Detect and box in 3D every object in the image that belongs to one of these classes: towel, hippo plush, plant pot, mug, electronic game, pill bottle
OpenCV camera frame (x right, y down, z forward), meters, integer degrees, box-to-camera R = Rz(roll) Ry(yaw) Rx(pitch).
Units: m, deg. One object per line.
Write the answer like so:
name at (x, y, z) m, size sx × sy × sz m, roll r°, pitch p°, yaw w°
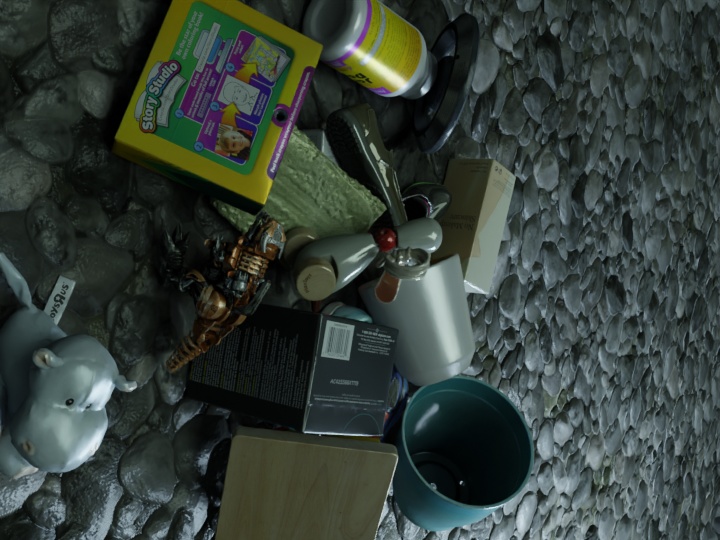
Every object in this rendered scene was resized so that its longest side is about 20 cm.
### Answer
towel at (-0.075, -0.078, 1.034) m, size 0.149 × 0.037 × 0.199 m, roll -48°, pitch 124°, yaw 8°
hippo plush at (-0.274, 0.110, 0.793) m, size 0.158 × 0.159 × 0.204 m, roll 28°, pitch 74°, yaw -47°
plant pot at (0.134, 0.293, 1.251) m, size 0.200 × 0.199 × 0.189 m, roll -44°, pitch 164°, yaw -36°
mug at (0.103, 0.067, 1.172) m, size 0.185 × 0.148 × 0.156 m, roll -21°, pitch 93°, yaw -37°
electronic game at (0.122, -0.267, 1.199) m, size 0.041 × 0.200 × 0.204 m, roll 15°, pitch 82°, yaw -13°
pill bottle at (0.021, -0.300, 1.127) m, size 0.198 × 0.103 × 0.106 m, roll 18°, pitch 82°, yaw -48°

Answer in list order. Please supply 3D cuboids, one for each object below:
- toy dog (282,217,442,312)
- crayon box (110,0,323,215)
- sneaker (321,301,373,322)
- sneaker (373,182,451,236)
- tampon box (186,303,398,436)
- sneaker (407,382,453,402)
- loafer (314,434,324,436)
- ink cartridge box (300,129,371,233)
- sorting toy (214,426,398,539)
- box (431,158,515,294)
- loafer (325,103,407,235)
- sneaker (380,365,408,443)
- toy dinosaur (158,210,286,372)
toy dog at (0.000, 0.000, 1.015) m, size 0.133 × 0.196 × 0.098 m, roll -76°, pitch 163°, yaw -52°
crayon box at (-0.154, -0.190, 0.915) m, size 0.170 × 0.058 × 0.203 m, roll 23°, pitch 75°, yaw -15°
sneaker at (-0.043, 0.138, 1.127) m, size 0.074 × 0.081 × 0.203 m, roll 35°, pitch 70°, yaw -44°
sneaker at (0.079, -0.083, 1.238) m, size 0.199 × 0.083 × 0.078 m, roll -24°, pitch 113°, yaw -45°
tampon box at (-0.081, 0.110, 0.990) m, size 0.149 × 0.198 × 0.129 m, roll 15°, pitch 84°, yaw -50°
sneaker at (0.104, 0.116, 1.288) m, size 0.076 × 0.091 × 0.203 m, roll -41°, pitch 123°, yaw -37°
loafer at (-0.042, 0.216, 1.089) m, size 0.071 × 0.063 × 0.203 m, roll 2°, pitch 118°, yaw -43°
ink cartridge box at (-0.034, -0.085, 1.132) m, size 0.108 × 0.050 × 0.204 m, roll -4°, pitch 97°, yaw -50°
sorting toy at (-0.073, 0.273, 1.032) m, size 0.195 × 0.070 × 0.203 m, roll 9°, pitch 116°, yaw -10°
box at (0.174, -0.071, 1.346) m, size 0.077 × 0.094 × 0.204 m, roll 25°, pitch 75°, yaw -47°
loafer at (0.023, -0.129, 1.098) m, size 0.070 × 0.074 × 0.202 m, roll -42°, pitch 125°, yaw -32°
sneaker at (0.011, 0.209, 1.209) m, size 0.078 × 0.075 × 0.204 m, roll 28°, pitch 72°, yaw -43°
toy dinosaur at (-0.161, 0.018, 0.918) m, size 0.200 × 0.136 × 0.102 m, roll -43°, pitch 141°, yaw -6°
